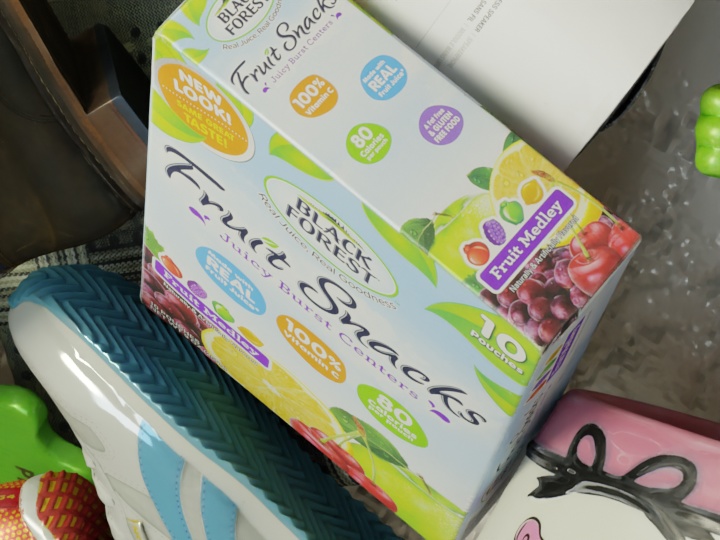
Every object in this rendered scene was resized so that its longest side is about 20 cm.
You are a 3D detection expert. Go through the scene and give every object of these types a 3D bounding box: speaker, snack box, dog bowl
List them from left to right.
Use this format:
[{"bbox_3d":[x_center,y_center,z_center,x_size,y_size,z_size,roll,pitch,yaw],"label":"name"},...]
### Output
[{"bbox_3d":[0.000,0.000,0.781,0.142,0.053,0.200,38,159,9],"label":"snack box"},{"bbox_3d":[0.003,-0.115,0.740,0.200,0.081,0.081,37,117,0],"label":"speaker"},{"bbox_3d":[0.132,0.093,0.776,0.199,0.200,0.074,16,90,20],"label":"dog bowl"}]

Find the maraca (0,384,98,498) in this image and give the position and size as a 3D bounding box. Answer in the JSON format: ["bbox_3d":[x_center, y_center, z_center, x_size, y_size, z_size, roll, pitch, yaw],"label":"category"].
[{"bbox_3d":[-0.183,0.061,0.951,0.199,0.107,0.138,18,145,14],"label":"maraca"}]

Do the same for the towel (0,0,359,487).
[{"bbox_3d":[-0.056,-0.015,0.920,0.191,0.035,0.201,-7,103,29],"label":"towel"}]

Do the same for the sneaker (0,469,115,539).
[{"bbox_3d":[-0.100,0.153,0.935,0.077,0.073,0.201,-17,121,15],"label":"sneaker"}]

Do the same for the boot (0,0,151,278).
[{"bbox_3d":[-0.147,-0.076,0.835,0.097,0.075,0.200,-33,118,10],"label":"boot"}]

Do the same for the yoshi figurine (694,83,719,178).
[{"bbox_3d":[0.160,-0.055,0.741,0.112,0.112,0.202,-16,77,43],"label":"yoshi figurine"}]

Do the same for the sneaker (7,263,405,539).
[{"bbox_3d":[-0.058,0.085,0.880,0.081,0.077,0.200,-38,101,19],"label":"sneaker"}]
